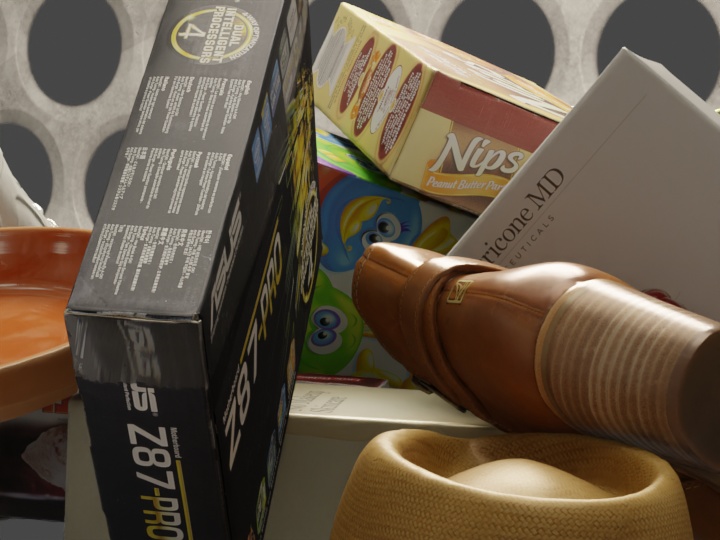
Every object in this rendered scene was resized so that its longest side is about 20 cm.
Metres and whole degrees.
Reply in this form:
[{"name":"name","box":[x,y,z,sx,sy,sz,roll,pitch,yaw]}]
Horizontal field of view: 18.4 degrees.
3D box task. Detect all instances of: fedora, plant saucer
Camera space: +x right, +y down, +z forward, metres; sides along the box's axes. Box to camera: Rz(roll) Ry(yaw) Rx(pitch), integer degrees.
[{"name":"fedora","box":[0.045,0.092,0.673,0.201,0.082,0.201,3,2,0]},{"name":"plant saucer","box":[-0.175,0.027,0.898,0.200,0.032,0.200,-7,18,2]}]

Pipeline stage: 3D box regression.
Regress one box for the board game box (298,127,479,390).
[{"name":"board game box","box":[0.000,0.000,1.037,0.200,0.103,0.105,19,11,-23]}]

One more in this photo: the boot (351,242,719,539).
[{"name":"boot","box":[0.097,0.053,0.782,0.155,0.074,0.200,17,-23,45]}]

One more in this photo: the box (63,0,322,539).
[{"name":"box","box":[-0.052,0.001,0.784,0.049,0.161,0.200,3,44,9]}]

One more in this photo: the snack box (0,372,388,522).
[{"name":"snack box","box":[-0.087,0.077,0.977,0.200,0.072,0.024,3,8,14]}]

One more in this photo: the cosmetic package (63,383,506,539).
[{"name":"cosmetic package","box":[-0.009,0.086,0.890,0.200,0.073,0.104,4,4,7]}]

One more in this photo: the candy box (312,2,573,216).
[{"name":"candy box","box":[0.051,-0.067,1.041,0.115,0.055,0.200,20,10,-17]}]

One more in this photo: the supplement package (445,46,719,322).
[{"name":"supplement package","box":[0.146,0.023,0.876,0.200,0.121,0.120,41,10,9]}]

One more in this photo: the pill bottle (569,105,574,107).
[{"name":"pill bottle","box":[0.106,0.011,1.208,0.111,0.200,0.111,3,2,0]}]

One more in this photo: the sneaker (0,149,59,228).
[{"name":"sneaker","box":[-0.162,0.004,1.052,0.078,0.200,0.099,-14,12,34]}]

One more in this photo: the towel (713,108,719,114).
[{"name":"towel","box":[0.195,0.011,1.149,0.144,0.200,0.023,-13,19,-4]}]
